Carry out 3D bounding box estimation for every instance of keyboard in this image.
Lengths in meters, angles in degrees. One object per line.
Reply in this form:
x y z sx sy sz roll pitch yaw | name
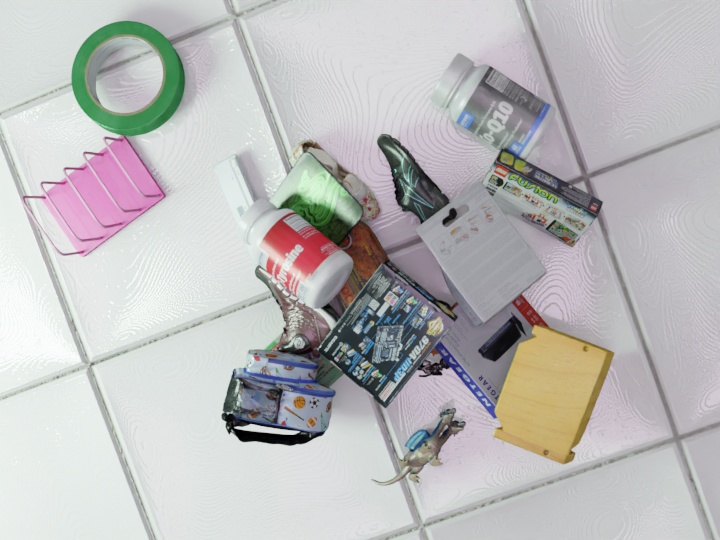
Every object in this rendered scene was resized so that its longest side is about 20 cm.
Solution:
-0.213 -0.111 1.691 0.056 0.011 0.202 -23 90 30 | keyboard

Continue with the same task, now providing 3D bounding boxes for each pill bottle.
-0.119 -0.034 1.600 0.199 0.112 0.113 38 96 16 | pill bottle
0.229 -0.286 1.599 0.199 0.114 0.114 32 96 2 | pill bottle

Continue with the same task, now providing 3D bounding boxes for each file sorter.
-0.487 -0.134 1.662 0.199 0.125 0.140 -35 91 6 | file sorter

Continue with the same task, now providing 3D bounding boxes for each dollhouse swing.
0.337 0.207 1.597 0.180 0.176 0.202 20 95 6 | dollhouse swing

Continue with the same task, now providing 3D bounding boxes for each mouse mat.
-0.099 -0.090 1.646 0.161 0.008 0.200 46 116 13 | mouse mat

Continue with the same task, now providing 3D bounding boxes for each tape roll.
-0.421 -0.348 1.664 0.198 0.048 0.203 0 84 2 | tape roll

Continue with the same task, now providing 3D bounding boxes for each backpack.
-0.138 0.220 1.609 0.189 0.200 0.156 19 92 -7 | backpack

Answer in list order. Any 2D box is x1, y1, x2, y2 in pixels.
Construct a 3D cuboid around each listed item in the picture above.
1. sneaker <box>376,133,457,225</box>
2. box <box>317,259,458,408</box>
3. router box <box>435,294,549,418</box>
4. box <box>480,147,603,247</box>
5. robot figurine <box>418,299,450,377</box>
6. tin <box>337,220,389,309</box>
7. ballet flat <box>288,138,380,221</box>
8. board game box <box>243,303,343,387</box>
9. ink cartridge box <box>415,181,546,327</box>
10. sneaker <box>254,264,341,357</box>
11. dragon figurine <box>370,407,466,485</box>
0.087 -0.155 1.640 0.079 0.075 0.201 -39 90 8 | sneaker
0.045 0.109 1.566 0.159 0.046 0.201 38 105 6 | box
0.241 0.128 1.623 0.179 0.049 0.200 -41 91 -20 | router box
0.311 -0.125 1.608 0.199 0.110 0.035 29 58 2 | box
0.084 0.126 1.655 0.198 0.058 0.147 -11 87 -5 | robot figurine
0.000 0.000 1.643 0.111 0.042 0.201 -31 68 4 | tin
-0.045 -0.164 1.648 0.199 0.064 0.076 36 60 1 | ballet flat
-0.101 0.165 1.700 0.200 0.029 0.135 -42 89 6 | board game box
0.207 -0.028 1.602 0.162 0.057 0.201 -36 83 -20 | ink cartridge box
-0.136 0.083 1.652 0.199 0.076 0.116 36 95 19 | sneaker
0.112 0.333 1.678 0.059 0.099 0.200 45 115 -1 | dragon figurine
